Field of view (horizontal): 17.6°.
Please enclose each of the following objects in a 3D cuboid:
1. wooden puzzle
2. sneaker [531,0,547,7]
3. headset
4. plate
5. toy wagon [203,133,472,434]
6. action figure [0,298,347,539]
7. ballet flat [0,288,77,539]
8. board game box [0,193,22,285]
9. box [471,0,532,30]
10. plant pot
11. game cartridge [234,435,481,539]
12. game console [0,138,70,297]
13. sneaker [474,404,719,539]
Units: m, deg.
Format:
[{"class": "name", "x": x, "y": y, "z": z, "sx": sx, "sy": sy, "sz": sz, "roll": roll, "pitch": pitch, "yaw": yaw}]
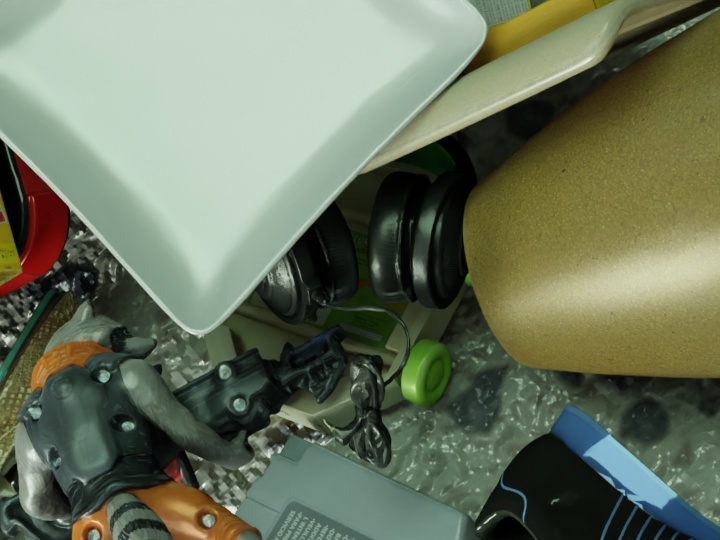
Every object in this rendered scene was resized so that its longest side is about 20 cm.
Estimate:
[{"class": "wooden puzzle", "x": 0.104, "y": -0.114, "z": 1.107, "sx": 0.184, "sy": 0.199, "sz": 0.037, "roll": -22, "pitch": 94, "yaw": 45}, {"class": "sneaker", "x": 0.070, "y": -0.221, "z": 1.230, "sx": 0.080, "sy": 0.076, "sz": 0.202, "roll": -23, "pitch": 84, "yaw": 32}, {"class": "headset", "x": 0.000, "y": 0.000, "z": 1.124, "sx": 0.122, "sy": 0.095, "sz": 0.201, "roll": -6, "pitch": 36, "yaw": 1}, {"class": "plate", "x": -0.071, "y": -0.105, "z": 1.086, "sx": 0.200, "sy": 0.032, "sz": 0.200, "roll": -46, "pitch": 78, "yaw": 3}, {"class": "toy wagon", "x": 0.002, "y": -0.015, "z": 1.203, "sx": 0.154, "sy": 0.040, "sz": 0.201, "roll": 18, "pitch": 69, "yaw": 30}, {"class": "action figure", "x": -0.091, "y": 0.087, "z": 1.106, "sx": 0.199, "sy": 0.105, "sz": 0.194, "roll": -35, "pitch": 55, "yaw": 2}, {"class": "ballet flat", "x": -0.184, "y": 0.106, "z": 1.205, "sx": 0.065, "sy": 0.071, "sz": 0.201, "roll": 29, "pitch": 76, "yaw": 5}, {"class": "board game box", "x": -0.228, "y": -0.059, "z": 1.180, "sx": 0.095, "sy": 0.030, "sz": 0.202, "roll": -27, "pitch": 72, "yaw": 40}, {"class": "box", "x": -0.024, "y": -0.154, "z": 1.149, "sx": 0.198, "sy": 0.118, "sz": 0.048, "roll": -15, "pitch": 19, "yaw": 2}, {"class": "plant pot", "x": 0.154, "y": -0.024, "z": 1.074, "sx": 0.199, "sy": 0.186, "sz": 0.188, "roll": -18, "pitch": 55, "yaw": 26}, {"class": "game cartridge", "x": -0.031, "y": 0.187, "z": 1.100, "sx": 0.132, "sy": 0.042, "sz": 0.201, "roll": 24, "pitch": 73, "yaw": 28}, {"class": "game console", "x": -0.235, "y": -0.072, "z": 1.223, "sx": 0.176, "sy": 0.031, "sz": 0.202, "roll": -27, "pitch": 76, "yaw": 40}, {"class": "sneaker", "x": 0.134, "y": 0.144, "z": 1.041, "sx": 0.078, "sy": 0.070, "sz": 0.200, "roll": -47, "pitch": 49, "yaw": -4}]
